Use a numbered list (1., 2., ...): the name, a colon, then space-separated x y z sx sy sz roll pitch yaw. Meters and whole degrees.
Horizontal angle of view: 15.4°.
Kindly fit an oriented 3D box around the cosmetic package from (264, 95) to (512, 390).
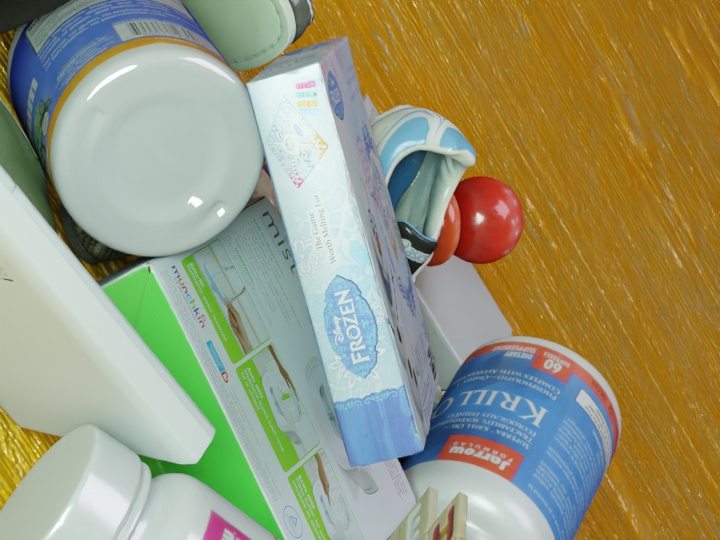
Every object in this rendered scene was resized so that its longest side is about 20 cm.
1. cosmetic package: 0.014 0.003 1.730 0.201 0.081 0.113 60 23 -18

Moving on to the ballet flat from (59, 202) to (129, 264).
1. ballet flat: -0.117 -0.055 1.540 0.068 0.046 0.200 63 23 -9

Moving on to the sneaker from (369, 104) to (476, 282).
1. sneaker: 0.000 0.000 1.533 0.072 0.201 0.072 25 3 -38

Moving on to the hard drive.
1. hard drive: -0.165 0.013 1.241 0.027 0.131 0.200 -57 134 -25

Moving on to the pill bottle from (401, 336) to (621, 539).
1. pill bottle: 0.075 0.138 1.581 0.113 0.112 0.200 57 38 -20

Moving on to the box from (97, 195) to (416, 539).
1. box: -0.071 0.081 1.441 0.201 0.096 0.176 63 22 -5

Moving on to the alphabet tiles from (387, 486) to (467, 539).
1. alphabet tiles: 0.001 0.209 1.366 0.008 0.200 0.168 25 36 -14

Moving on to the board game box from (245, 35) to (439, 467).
1. board game box: -0.006 -0.016 1.403 0.200 0.043 0.200 -65 141 -81

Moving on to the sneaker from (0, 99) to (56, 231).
1. sneaker: -0.219 -0.074 1.321 0.200 0.067 0.090 52 17 -28

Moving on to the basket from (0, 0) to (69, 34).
1. basket: -0.207 -0.223 1.325 0.201 0.179 0.136 64 5 2

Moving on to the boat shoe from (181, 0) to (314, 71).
1. boat shoe: -0.088 -0.158 1.515 0.060 0.201 0.072 -25 113 -34

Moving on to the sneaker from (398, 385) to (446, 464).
1. sneaker: 0.001 0.086 1.626 0.200 0.078 0.090 43 37 -39

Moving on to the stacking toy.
1. stacking toy: 0.008 -0.029 1.619 0.199 0.085 0.086 -4 67 -28

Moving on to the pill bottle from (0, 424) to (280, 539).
1. pill bottle: -0.079 0.169 1.272 0.200 0.113 0.114 38 31 -18

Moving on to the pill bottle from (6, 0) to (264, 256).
1. pill bottle: -0.126 -0.094 1.413 0.112 0.112 0.200 53 0 -28
